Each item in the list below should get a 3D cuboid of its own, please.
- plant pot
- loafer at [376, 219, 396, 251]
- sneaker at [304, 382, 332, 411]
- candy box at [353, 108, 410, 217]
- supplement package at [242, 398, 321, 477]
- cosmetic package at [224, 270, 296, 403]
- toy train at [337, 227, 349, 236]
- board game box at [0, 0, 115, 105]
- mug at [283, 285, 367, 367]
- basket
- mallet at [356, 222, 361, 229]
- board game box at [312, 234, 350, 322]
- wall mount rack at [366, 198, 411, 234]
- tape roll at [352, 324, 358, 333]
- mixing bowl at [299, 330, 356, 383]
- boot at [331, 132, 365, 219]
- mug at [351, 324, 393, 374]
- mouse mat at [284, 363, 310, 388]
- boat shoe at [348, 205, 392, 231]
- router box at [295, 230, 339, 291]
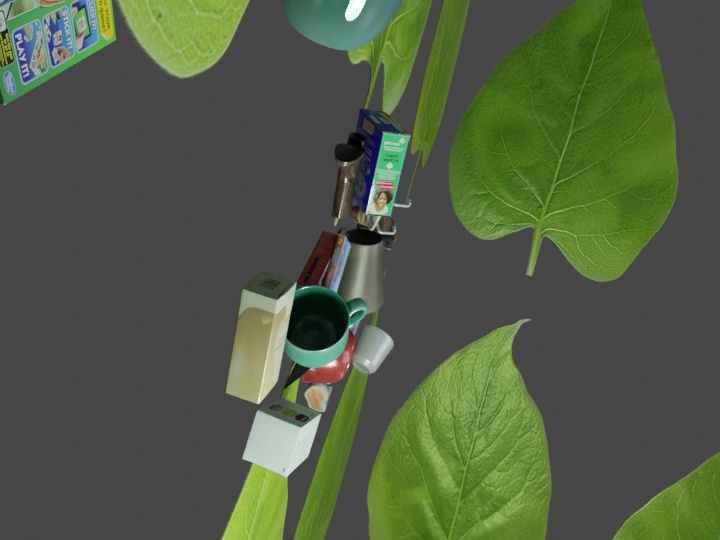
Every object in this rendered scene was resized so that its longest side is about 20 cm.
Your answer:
[{"bbox_3d":[-0.024,-0.398,0.874,0.163,0.197,0.202,-62,180,42],"label":"plant pot"},{"bbox_3d":[0.099,-0.123,2.414,0.202,0.070,0.074,-64,166,-50],"label":"loafer"},{"bbox_3d":[-0.120,0.344,1.933,0.201,0.069,0.082,99,6,-62],"label":"sneaker"},{"bbox_3d":[0.037,-0.257,1.569,0.170,0.075,0.205,-121,-143,-54],"label":"candy box"},{"bbox_3d":[-0.173,0.371,1.496,0.200,0.111,0.113,22,86,-81],"label":"supplement package"},{"bbox_3d":[-0.176,0.117,1.172,0.105,0.069,0.205,-52,156,-67],"label":"cosmetic package"},{"bbox_3d":[-0.067,-0.012,1.737,0.046,0.033,0.206,-111,-145,-85],"label":"toy train"},{"bbox_3d":[-0.221,-0.233,0.436,0.136,0.028,0.204,-62,165,-49],"label":"board game box"},{"bbox_3d":[-0.084,0.129,1.405,0.115,0.179,0.156,98,3,-59],"label":"mug"},{"bbox_3d":[0.000,0.000,1.840,0.177,0.135,0.206,-14,121,-36],"label":"basket"},{"bbox_3d":[0.007,-0.172,1.906,0.202,0.040,0.067,100,14,-54],"label":"mallet"},{"bbox_3d":[-0.065,0.026,1.540,0.103,0.019,0.206,64,43,-79],"label":"board game box"},{"bbox_3d":[0.070,-0.199,1.688,0.201,0.072,0.178,119,-34,-53],"label":"wall mount rack"},{"bbox_3d":[-0.036,0.118,2.045,0.200,0.064,0.206,16,89,-81],"label":"tape roll"},{"bbox_3d":[-0.075,0.217,1.740,0.200,0.106,0.205,23,89,-90],"label":"mixing bowl"},{"bbox_3d":[-0.038,-0.193,1.515,0.187,0.063,0.205,-61,169,-61],"label":"boot"},{"bbox_3d":[0.038,0.335,2.646,0.155,0.146,0.189,-59,158,-28],"label":"mug"},{"bbox_3d":[-0.117,0.189,1.581,0.200,0.007,0.163,-41,-161,51],"label":"mouse mat"},{"bbox_3d":[0.026,-0.148,1.837,0.199,0.070,0.074,2,100,-62],"label":"boat shoe"},{"bbox_3d":[-0.101,0.042,1.566,0.203,0.048,0.182,96,14,-47],"label":"router box"}]
